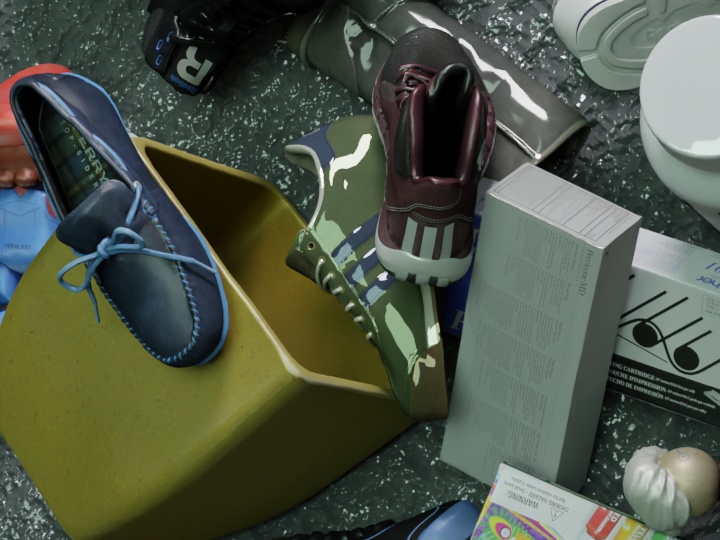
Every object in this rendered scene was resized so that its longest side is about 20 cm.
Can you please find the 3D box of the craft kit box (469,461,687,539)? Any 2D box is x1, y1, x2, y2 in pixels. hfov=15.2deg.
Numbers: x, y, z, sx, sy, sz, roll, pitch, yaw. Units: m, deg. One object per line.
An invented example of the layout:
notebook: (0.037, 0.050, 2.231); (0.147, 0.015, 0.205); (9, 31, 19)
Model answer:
craft kit box: (0.135, 0.240, 1.567); (0.199, 0.049, 0.198); (22, 91, 6)

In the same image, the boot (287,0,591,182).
boot: (0.066, -0.144, 1.694); (0.200, 0.072, 0.182); (41, 109, 31)

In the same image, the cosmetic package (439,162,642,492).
cosmetic package: (0.106, 0.042, 1.589); (0.082, 0.051, 0.201); (29, 130, 26)

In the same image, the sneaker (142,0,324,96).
sneaker: (-0.082, -0.159, 1.722); (0.112, 0.073, 0.200); (-64, 23, 4)

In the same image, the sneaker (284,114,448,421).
sneaker: (0.000, 0.000, 1.636); (0.090, 0.067, 0.201); (-7, 71, 0)

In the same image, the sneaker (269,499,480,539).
sneaker: (-0.016, 0.186, 1.657); (0.200, 0.070, 0.078); (-35, 75, 13)

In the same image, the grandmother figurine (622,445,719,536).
grandmother figurine: (0.250, 0.116, 1.539); (0.199, 0.121, 0.061); (-5, 94, 2)

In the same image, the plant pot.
plant pot: (-0.112, 0.068, 1.663); (0.200, 0.194, 0.196); (-44, 66, 15)

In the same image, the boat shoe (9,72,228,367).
boat shoe: (-0.151, -0.026, 1.550); (0.084, 0.069, 0.200); (-45, 66, 19)

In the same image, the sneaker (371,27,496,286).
sneaker: (0.050, -0.096, 1.568); (0.075, 0.116, 0.200); (4, 48, -6)

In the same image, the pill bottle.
pill bottle: (0.224, -0.079, 1.545); (0.110, 0.200, 0.111); (-4, 77, 20)

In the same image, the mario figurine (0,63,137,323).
mario figurine: (-0.205, -0.037, 1.794); (0.123, 0.106, 0.201); (2, 89, -14)

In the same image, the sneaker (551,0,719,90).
sneaker: (0.215, -0.168, 1.622); (0.199, 0.081, 0.077); (-10, 115, -9)

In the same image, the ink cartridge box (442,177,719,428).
ink cartridge box: (0.147, 0.020, 1.613); (0.199, 0.044, 0.094); (19, 127, 24)
